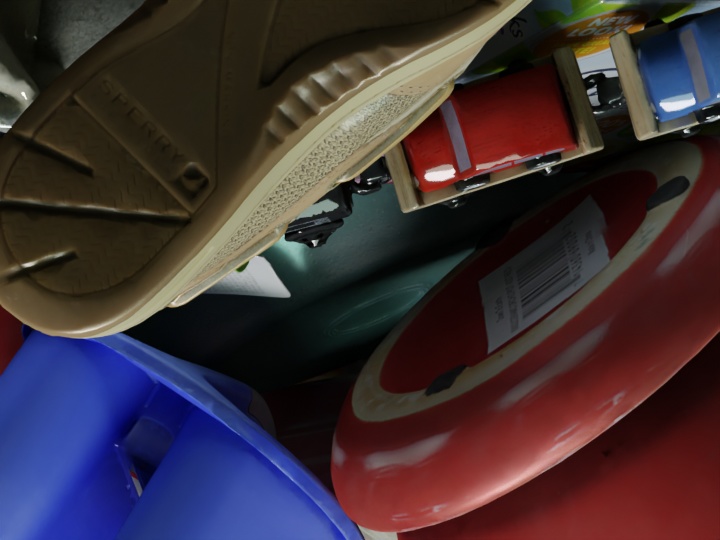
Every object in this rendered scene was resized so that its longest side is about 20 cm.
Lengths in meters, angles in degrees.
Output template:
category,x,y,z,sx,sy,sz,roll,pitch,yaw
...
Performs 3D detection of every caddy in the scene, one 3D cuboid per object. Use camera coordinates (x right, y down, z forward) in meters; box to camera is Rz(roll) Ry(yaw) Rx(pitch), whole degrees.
category,x,y,z,sx,sy,sz,roll,pitch,yaw
caddy,-0.063,0.087,0.988,0.141,0.105,0.200,31,162,20

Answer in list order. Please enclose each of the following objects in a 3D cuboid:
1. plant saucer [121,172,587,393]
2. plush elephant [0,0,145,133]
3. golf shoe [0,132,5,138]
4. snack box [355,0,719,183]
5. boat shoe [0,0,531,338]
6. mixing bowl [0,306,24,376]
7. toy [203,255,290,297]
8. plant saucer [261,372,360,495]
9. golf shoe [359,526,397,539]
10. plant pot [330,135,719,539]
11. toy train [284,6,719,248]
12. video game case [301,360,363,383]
category,x,y,z,sx,sy,sz,roll,pitch,yaw
plant saucer,0.000,0.000,1.026,0.199,0.036,0.200,-24,168,-5
plush elephant,-0.045,-0.103,0.768,0.199,0.156,0.165,0,-170,21
golf shoe,-0.102,-0.068,0.971,0.199,0.078,0.088,18,169,-31
snack box,0.078,-0.076,0.887,0.200,0.053,0.142,-6,163,-47
boat shoe,-0.010,-0.062,0.693,0.200,0.071,0.065,-40,169,6
mixing bowl,-0.162,0.081,1.123,0.199,0.109,0.200,0,159,0
toy,-0.130,-0.022,0.899,0.199,0.047,0.115,1,163,14
plant saucer,0.031,0.063,1.136,0.200,0.051,0.201,-9,176,-1
golf shoe,-0.020,0.107,1.283,0.199,0.076,0.092,14,-174,4
plant pot,0.099,0.073,0.923,0.200,0.201,0.183,-29,107,42
toy train,0.038,-0.040,0.775,0.199,0.034,0.046,-17,174,3
video game case,-0.103,0.013,1.154,0.199,0.024,0.182,-3,152,3
